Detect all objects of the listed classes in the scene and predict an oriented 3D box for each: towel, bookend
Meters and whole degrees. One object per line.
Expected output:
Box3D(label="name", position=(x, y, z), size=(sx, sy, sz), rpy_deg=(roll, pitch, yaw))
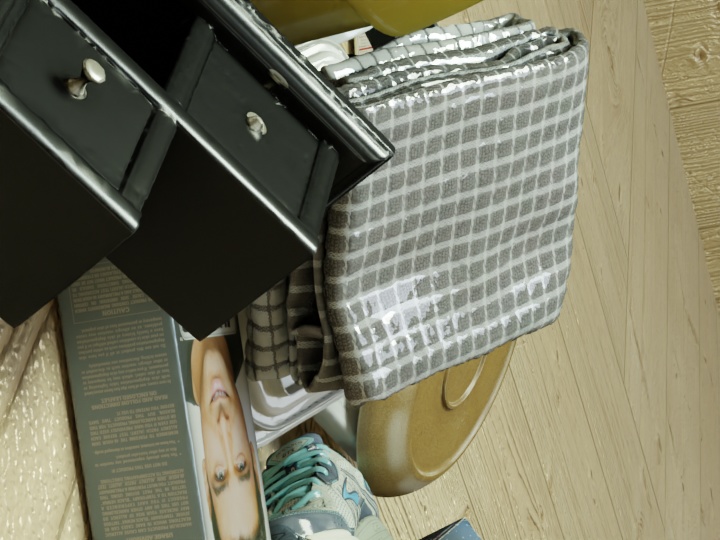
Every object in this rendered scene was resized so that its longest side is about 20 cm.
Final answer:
Box3D(label="towel", position=(0.035, -0.033, 1.096), size=(0.199, 0.085, 0.167), rpy_deg=(-22, 125, -42))
Box3D(label="bookend", position=(-0.096, -0.044, 0.900), size=(0.199, 0.092, 0.200), rpy_deg=(44, 30, -18))

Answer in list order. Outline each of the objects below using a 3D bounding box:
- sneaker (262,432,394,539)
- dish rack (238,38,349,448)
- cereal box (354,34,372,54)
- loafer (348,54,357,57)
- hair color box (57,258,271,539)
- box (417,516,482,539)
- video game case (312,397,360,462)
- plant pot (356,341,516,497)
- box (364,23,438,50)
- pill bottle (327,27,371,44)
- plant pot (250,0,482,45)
Box3D(label="sneaker", position=(-0.036, 0.140, 1.228), size=(0.200, 0.077, 0.087), rpy_deg=(33, 37, -79))
Box3D(label="dish rack", position=(-0.037, -0.021, 1.158), size=(0.171, 0.043, 0.201), rpy_deg=(-29, 104, -38))
Box3D(label="cereal box", position=(0.032, -0.109, 1.649), size=(0.144, 0.039, 0.201), rpy_deg=(52, 32, -61))
Box3D(label="loafer", position=(-0.009, -0.054, 1.411), size=(0.201, 0.072, 0.073), rpy_deg=(-81, 177, -46))
Box3D(label="hair color box", position=(-0.096, 0.063, 1.046), size=(0.099, 0.060, 0.201), rpy_deg=(-3, 85, -75))
Box3D(label="box", position=(0.072, 0.228, 1.330), size=(0.137, 0.038, 0.200), rpy_deg=(51, -16, 4))
Box3D(label="video game case", position=(0.000, 0.000, 1.287), size=(0.200, 0.024, 0.183), rpy_deg=(52, 51, -59))
Box3D(label="plant pot", position=(0.058, 0.053, 1.347), size=(0.200, 0.027, 0.201), rpy_deg=(-50, 152, -40))
Box3D(label="box", position=(0.043, -0.128, 1.410), size=(0.160, 0.043, 0.201), rpy_deg=(55, 9, -53))
Box3D(label="pill bottle", position=(-0.059, -0.224, 1.222), size=(0.112, 0.111, 0.201), rpy_deg=(-56, 130, -68))
Box3D(label="plant pot", position=(-0.049, -0.193, 1.077), size=(0.201, 0.188, 0.201), rpy_deg=(54, 21, -31))
